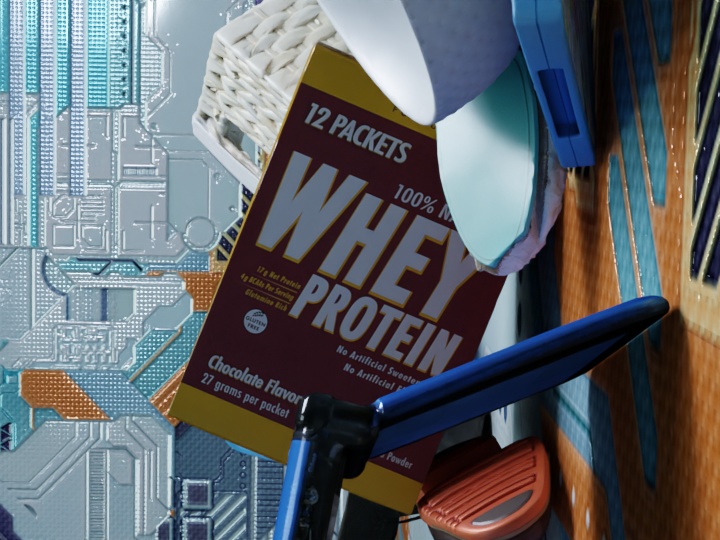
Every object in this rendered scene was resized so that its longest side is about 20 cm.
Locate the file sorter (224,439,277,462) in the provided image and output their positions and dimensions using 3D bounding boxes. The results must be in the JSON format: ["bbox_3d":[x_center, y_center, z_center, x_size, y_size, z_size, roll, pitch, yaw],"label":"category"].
[{"bbox_3d":[-0.011,0.061,1.248,0.200,0.121,0.141,-27,-55,-65],"label":"file sorter"}]

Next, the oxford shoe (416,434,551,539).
[{"bbox_3d":[0.071,0.130,0.833,0.073,0.071,0.200,64,177,-1],"label":"oxford shoe"}]

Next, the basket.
[{"bbox_3d":[-0.018,-0.155,1.285,0.199,0.135,0.124,-36,-24,-31],"label":"basket"}]

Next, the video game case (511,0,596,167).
[{"bbox_3d":[0.071,-0.131,0.602,0.200,0.018,0.145,41,-133,-75],"label":"video game case"}]

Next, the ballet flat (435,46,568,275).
[{"bbox_3d":[0.067,-0.095,0.743,0.072,0.071,0.202,94,166,-70],"label":"ballet flat"}]

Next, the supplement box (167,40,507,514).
[{"bbox_3d":[0.000,0.000,0.884,0.200,0.131,0.199,-112,44,-87],"label":"supplement box"}]

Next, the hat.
[{"bbox_3d":[0.048,0.125,1.130,0.200,0.080,0.203,10,-90,-75],"label":"hat"}]

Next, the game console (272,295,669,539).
[{"bbox_3d":[0.029,0.097,0.600,0.200,0.117,0.173,93,-173,-80],"label":"game console"}]

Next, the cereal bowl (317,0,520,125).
[{"bbox_3d":[0.010,-0.165,0.655,0.201,0.083,0.200,57,176,7],"label":"cereal bowl"}]
